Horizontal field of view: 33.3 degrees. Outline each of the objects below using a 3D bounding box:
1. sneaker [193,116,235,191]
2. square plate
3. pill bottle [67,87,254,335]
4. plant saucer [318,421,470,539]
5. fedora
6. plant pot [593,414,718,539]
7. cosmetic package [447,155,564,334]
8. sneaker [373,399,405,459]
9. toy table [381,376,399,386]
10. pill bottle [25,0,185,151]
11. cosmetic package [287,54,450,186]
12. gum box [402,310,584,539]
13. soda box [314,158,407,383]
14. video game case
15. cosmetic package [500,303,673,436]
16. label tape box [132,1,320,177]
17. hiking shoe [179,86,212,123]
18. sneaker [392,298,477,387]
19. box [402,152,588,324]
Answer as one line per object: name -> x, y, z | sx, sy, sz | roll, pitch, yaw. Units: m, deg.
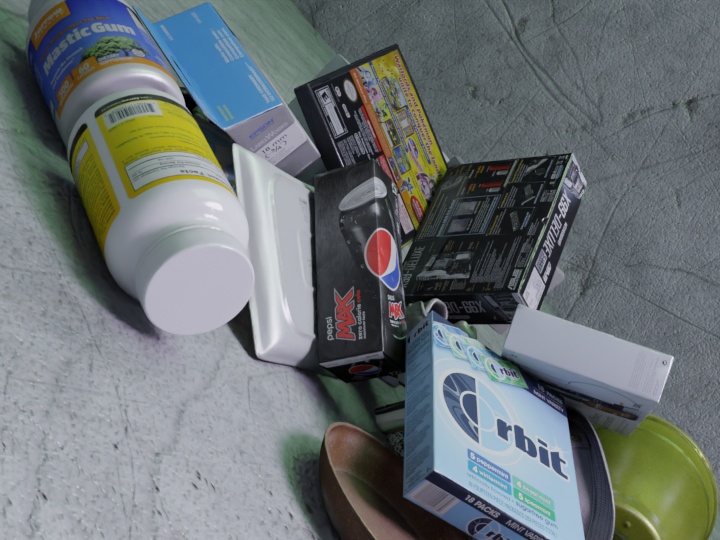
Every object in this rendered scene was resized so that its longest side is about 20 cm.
sneaker -> -0.129, -0.068, 1.193 | 0.200, 0.080, 0.131 | 42, 11, -20
square plate -> -0.056, -0.005, 1.140 | 0.200, 0.028, 0.199 | 25, 55, -66
pill bottle -> -0.153, -0.046, 0.935 | 0.112, 0.112, 0.200 | 36, 16, -44
plant saucer -> 0.030, 0.207, 0.946 | 0.200, 0.037, 0.201 | 45, 12, -12
fedora -> 0.165, 0.220, 1.183 | 0.090, 0.177, 0.201 | 12, 38, -15
plant pot -> 0.277, 0.274, 1.301 | 0.201, 0.200, 0.193 | 48, 22, 7
cosmetic package -> 0.137, -0.033, 1.408 | 0.090, 0.107, 0.200 | 38, 14, -38
sneaker -> 0.069, 0.181, 1.170 | 0.200, 0.077, 0.089 | 30, 51, -61
toy table -> 0.033, 0.024, 1.387 | 0.200, 0.117, 0.184 | 53, 12, 33
pill bottle -> -0.241, -0.186, 1.095 | 0.112, 0.112, 0.200 | 35, 16, -47
cosmetic package -> -0.019, -0.119, 1.468 | 0.200, 0.199, 0.123 | 32, 18, -53
gum box -> 0.115, 0.151, 1.056 | 0.170, 0.045, 0.200 | 33, 33, -21
soda box -> 0.000, 0.000, 1.142 | 0.063, 0.070, 0.201 | 41, 41, -57
video game case -> 0.024, -0.129, 1.303 | 0.181, 0.025, 0.201 | -34, 104, -49
cosmetic package -> 0.214, 0.103, 1.187 | 0.150, 0.052, 0.200 | 21, -14, 11
label tape box -> -0.124, -0.179, 1.168 | 0.144, 0.063, 0.200 | 55, 2, 21
hiking shoe -> -0.163, -0.140, 1.370 | 0.200, 0.076, 0.101 | 43, 16, 26
sneaker -> 0.048, 0.066, 1.225 | 0.076, 0.092, 0.200 | 23, -1, -44
box -> 0.135, -0.033, 1.265 | 0.050, 0.157, 0.201 | 56, 46, -36
